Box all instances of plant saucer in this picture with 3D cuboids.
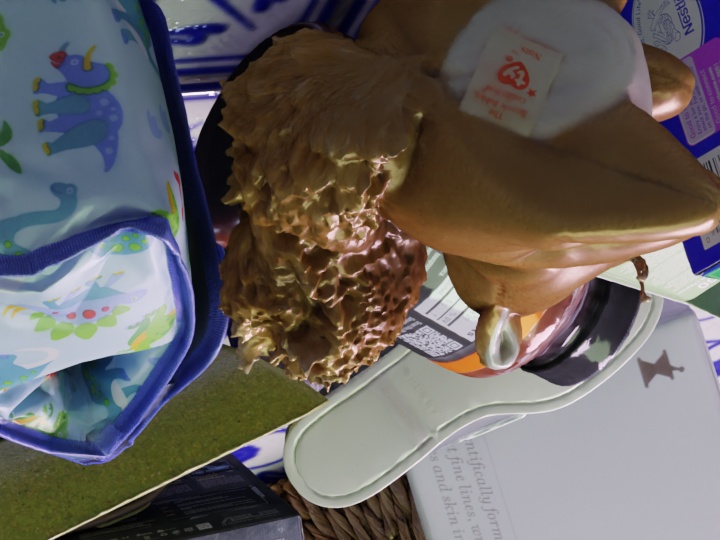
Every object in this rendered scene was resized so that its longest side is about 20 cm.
[{"bbox_3d":[-0.144,0.087,1.332,0.200,0.048,0.200,-25,-175,-26],"label":"plant saucer"}]

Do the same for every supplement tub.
[{"bbox_3d":[0.030,-0.021,1.218,0.200,0.107,0.107,29,133,-29],"label":"supplement tub"}]

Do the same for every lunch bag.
[{"bbox_3d":[-0.126,-0.034,1.076,0.127,0.171,0.200,-12,155,-6],"label":"lunch bag"}]

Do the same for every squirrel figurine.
[{"bbox_3d":[0.035,-0.034,1.056,0.199,0.142,0.187,-14,162,-6],"label":"squirrel figurine"}]

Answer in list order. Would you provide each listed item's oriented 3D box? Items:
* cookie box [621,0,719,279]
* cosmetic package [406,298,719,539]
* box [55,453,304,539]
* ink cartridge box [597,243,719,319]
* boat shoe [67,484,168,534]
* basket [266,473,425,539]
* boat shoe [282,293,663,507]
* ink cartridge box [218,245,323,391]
[{"bbox_3d":[0.205,-0.074,1.225,0.075,0.172,0.200,-31,153,34],"label":"cookie box"},{"bbox_3d":[0.112,0.110,1.475,0.164,0.165,0.200,-18,-175,1],"label":"cosmetic package"},{"bbox_3d":[-0.145,0.153,1.515,0.199,0.051,0.158,-10,-165,-18],"label":"box"},{"bbox_3d":[0.131,-0.053,1.246,0.048,0.146,0.200,-34,152,26],"label":"ink cartridge box"},{"bbox_3d":[-0.194,0.113,1.448,0.199,0.072,0.059,-8,-168,-30],"label":"boat shoe"},{"bbox_3d":[0.024,0.199,1.721,0.149,0.143,0.200,-25,155,14],"label":"basket"},{"bbox_3d":[0.052,0.045,1.334,0.200,0.073,0.062,-30,-174,6],"label":"boat shoe"},{"bbox_3d":[0.000,0.000,1.354,0.199,0.077,0.137,-17,157,-8],"label":"ink cartridge box"}]
